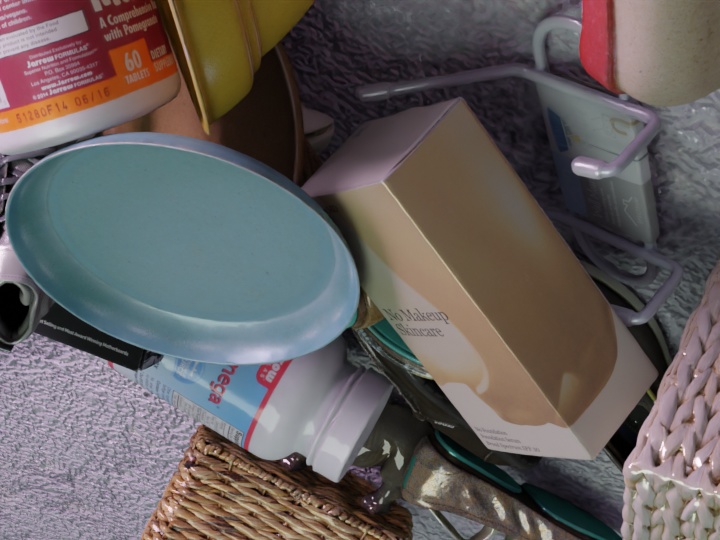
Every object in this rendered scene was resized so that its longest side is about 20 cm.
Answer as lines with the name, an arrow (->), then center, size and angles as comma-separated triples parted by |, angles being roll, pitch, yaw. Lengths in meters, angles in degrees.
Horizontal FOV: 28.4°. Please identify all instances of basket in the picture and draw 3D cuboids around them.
basket -> -0.074, 0.226, 1.164 | 0.199, 0.150, 0.143 | 26, -174, -1
basket -> 0.254, 0.111, 0.810 | 0.160, 0.200, 0.199 | 18, 144, 22

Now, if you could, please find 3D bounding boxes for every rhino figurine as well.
rhino figurine -> -0.029, 0.116, 1.108 | 0.199, 0.060, 0.088 | 26, 126, 2

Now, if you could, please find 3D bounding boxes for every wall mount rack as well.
wall mount rack -> 0.095, -0.053, 0.806 | 0.173, 0.075, 0.201 | 26, 150, 38

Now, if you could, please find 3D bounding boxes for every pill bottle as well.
pill bottle -> -0.174, -0.171, 0.741 | 0.109, 0.109, 0.201 | -6, 109, 37
pill bottle -> -0.081, 0.066, 1.021 | 0.199, 0.109, 0.109 | 29, 146, 7

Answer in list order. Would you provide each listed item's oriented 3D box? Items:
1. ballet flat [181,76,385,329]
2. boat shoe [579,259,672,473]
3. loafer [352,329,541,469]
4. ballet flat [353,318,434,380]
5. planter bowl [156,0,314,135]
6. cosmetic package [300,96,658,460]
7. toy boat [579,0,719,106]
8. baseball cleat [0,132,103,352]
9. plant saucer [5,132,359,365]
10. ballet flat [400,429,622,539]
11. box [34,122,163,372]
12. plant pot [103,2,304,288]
ballet flat -> -0.031, -0.055, 0.865 | 0.200, 0.072, 0.068 | 52, 149, 19
boat shoe -> 0.167, 0.074, 0.929 | 0.071, 0.061, 0.201 | -12, 130, 42
loafer -> 0.050, 0.077, 0.997 | 0.071, 0.073, 0.200 | -14, 127, 44
ballet flat -> 0.000, 0.000, 0.906 | 0.200, 0.072, 0.072 | 43, 149, 18
planter bowl -> -0.070, -0.175, 0.707 | 0.083, 0.201, 0.201 | -18, 139, -6
cosmetic package -> 0.064, 0.009, 0.787 | 0.200, 0.071, 0.105 | 51, 155, -17
toy boat -> 0.127, -0.172, 0.615 | 0.131, 0.130, 0.201 | 41, 156, 37
baseball cleat -> -0.196, -0.044, 0.857 | 0.069, 0.107, 0.201 | 6, 118, -6
plant saucer -> -0.096, -0.013, 0.788 | 0.199, 0.028, 0.201 | 8, 145, 6
ballet flat -> 0.112, 0.190, 1.085 | 0.199, 0.067, 0.068 | 31, -171, -19
box -> -0.207, -0.041, 0.956 | 0.199, 0.050, 0.159 | 20, 101, 11
plant pot -> -0.101, -0.089, 0.848 | 0.199, 0.027, 0.201 | 15, 112, 39
